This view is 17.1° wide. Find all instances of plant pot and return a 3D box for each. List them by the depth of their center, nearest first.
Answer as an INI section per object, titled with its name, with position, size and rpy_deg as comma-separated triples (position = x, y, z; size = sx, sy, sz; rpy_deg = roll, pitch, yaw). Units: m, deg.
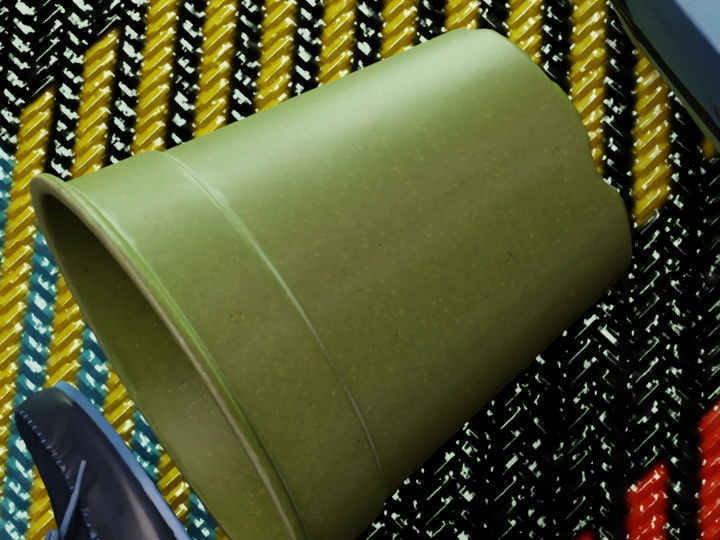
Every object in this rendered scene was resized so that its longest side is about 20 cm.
[plant pot]
position = 0.000, 0.000, 0.960
size = 0.190, 0.200, 0.200
rpy_deg = -33, 60, -14

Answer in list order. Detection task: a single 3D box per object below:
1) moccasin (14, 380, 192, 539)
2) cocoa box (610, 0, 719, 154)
[moccasin]
position = -0.097, 0.131, 0.970
size = 0.068, 0.081, 0.200
rpy_deg = -30, 59, -12
[cocoa box]
position = 0.176, -0.119, 0.937
size = 0.133, 0.131, 0.200
rpy_deg = -31, 39, 2
